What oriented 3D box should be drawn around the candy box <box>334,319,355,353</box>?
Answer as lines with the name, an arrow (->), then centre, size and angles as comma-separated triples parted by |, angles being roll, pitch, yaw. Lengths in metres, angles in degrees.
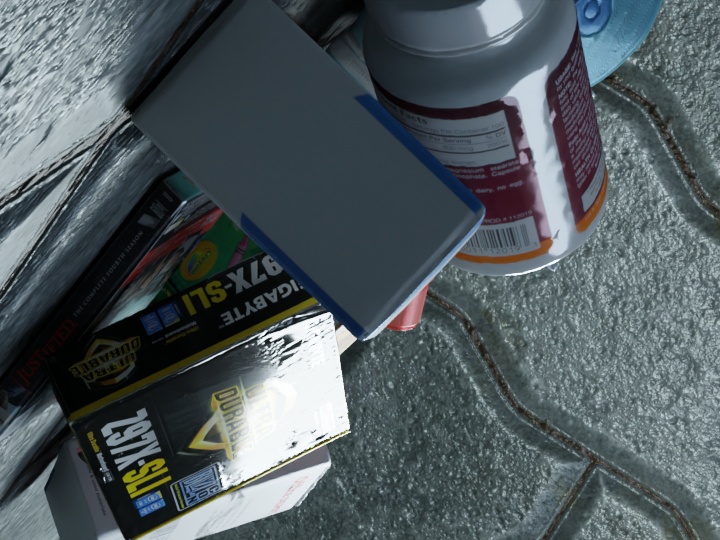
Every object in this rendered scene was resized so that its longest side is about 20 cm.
candy box -> 0.000, 0.000, 1.285 | 0.200, 0.055, 0.115 | -44, 172, 31

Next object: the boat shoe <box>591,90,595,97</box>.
boat shoe -> 0.117, -0.115, 1.362 | 0.200, 0.074, 0.062 | 62, 48, -75

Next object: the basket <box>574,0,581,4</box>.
basket -> 0.152, -0.235, 1.067 | 0.177, 0.139, 0.200 | -49, 167, -3

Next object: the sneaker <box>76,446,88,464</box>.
sneaker -> -0.157, 0.083, 1.383 | 0.200, 0.095, 0.079 | -104, -146, -64

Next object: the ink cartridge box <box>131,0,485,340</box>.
ink cartridge box -> -0.020, -0.043, 0.964 | 0.084, 0.145, 0.200 | -46, 177, 0

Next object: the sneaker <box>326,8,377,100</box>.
sneaker -> 0.063, -0.157, 1.213 | 0.131, 0.079, 0.200 | -48, 176, 19

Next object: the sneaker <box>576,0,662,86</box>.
sneaker -> 0.133, -0.205, 1.270 | 0.130, 0.079, 0.201 | 24, -103, 47

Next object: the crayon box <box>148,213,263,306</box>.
crayon box -> -0.059, -0.019, 1.342 | 0.200, 0.058, 0.119 | -38, 174, -26

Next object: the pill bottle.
pill bottle -> 0.064, -0.100, 1.069 | 0.114, 0.114, 0.201 | -47, 144, -22

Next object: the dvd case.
dvd case -> -0.139, 0.011, 1.162 | 0.200, 0.022, 0.146 | -51, 177, 21

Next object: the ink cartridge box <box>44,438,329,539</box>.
ink cartridge box -> -0.141, 0.165, 1.621 | 0.199, 0.085, 0.145 | -16, 164, -21

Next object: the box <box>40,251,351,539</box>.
box -> -0.089, 0.074, 1.173 | 0.159, 0.050, 0.200 | -24, 155, -9

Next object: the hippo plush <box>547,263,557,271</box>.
hippo plush -> 0.069, -0.099, 1.690 | 0.160, 0.159, 0.202 | -17, 118, -50

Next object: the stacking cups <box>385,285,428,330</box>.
stacking cups -> 0.037, -0.056, 1.429 | 0.061, 0.060, 0.201 | -43, 150, -63
